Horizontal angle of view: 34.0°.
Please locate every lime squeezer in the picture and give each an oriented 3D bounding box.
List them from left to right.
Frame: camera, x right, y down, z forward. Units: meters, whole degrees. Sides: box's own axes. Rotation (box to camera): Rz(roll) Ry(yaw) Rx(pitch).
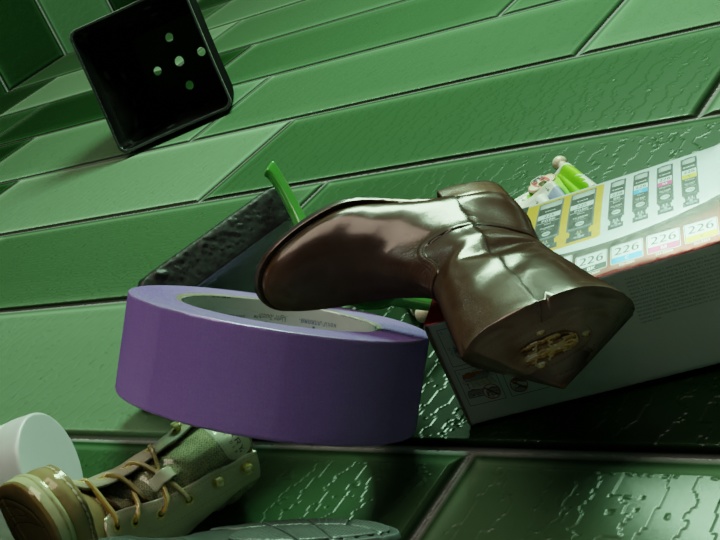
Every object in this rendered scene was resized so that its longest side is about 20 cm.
[{"bbox_3d":[0.000,0.000,0.866,0.038,0.199,0.071,-59,-1,37],"label":"lime squeezer"}]

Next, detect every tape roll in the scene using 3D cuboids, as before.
[{"bbox_3d":[-0.056,0.058,0.765,0.197,0.067,0.200,8,4,-1],"label":"tape roll"}]

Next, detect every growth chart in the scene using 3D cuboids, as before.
[{"bbox_3d":[0.115,-0.027,0.970,0.198,0.018,0.145,-30,23,-6],"label":"growth chart"}]

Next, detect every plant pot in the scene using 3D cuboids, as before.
[{"bbox_3d":[-0.309,-0.325,1.873,0.197,0.202,0.178,-21,10,12],"label":"plant pot"}]

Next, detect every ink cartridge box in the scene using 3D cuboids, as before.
[{"bbox_3d":[0.157,-0.002,0.780,0.198,0.085,0.176,-18,24,22],"label":"ink cartridge box"}]

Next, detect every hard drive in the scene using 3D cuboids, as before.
[{"bbox_3d":[-0.124,0.025,0.942,0.139,0.033,0.201,-38,-13,-27],"label":"hard drive"}]

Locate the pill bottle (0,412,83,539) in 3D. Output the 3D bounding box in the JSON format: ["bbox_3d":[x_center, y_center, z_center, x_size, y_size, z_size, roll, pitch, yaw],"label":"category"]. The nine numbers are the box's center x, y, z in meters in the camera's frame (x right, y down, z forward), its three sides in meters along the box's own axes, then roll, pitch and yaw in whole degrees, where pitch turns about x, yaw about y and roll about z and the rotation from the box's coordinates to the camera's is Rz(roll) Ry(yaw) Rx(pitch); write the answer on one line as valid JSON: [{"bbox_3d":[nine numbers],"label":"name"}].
[{"bbox_3d":[-0.308,0.176,0.859,0.198,0.113,0.113,-20,23,13],"label":"pill bottle"}]

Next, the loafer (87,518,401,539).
[{"bbox_3d":[-0.074,0.166,0.601,0.197,0.064,0.072,-1,-2,-18],"label":"loafer"}]

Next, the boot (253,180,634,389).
[{"bbox_3d":[0.039,0.016,0.676,0.184,0.065,0.200,-21,28,-4],"label":"boot"}]

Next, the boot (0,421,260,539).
[{"bbox_3d":[-0.134,0.134,0.721,0.154,0.072,0.201,-32,-18,-22],"label":"boot"}]
